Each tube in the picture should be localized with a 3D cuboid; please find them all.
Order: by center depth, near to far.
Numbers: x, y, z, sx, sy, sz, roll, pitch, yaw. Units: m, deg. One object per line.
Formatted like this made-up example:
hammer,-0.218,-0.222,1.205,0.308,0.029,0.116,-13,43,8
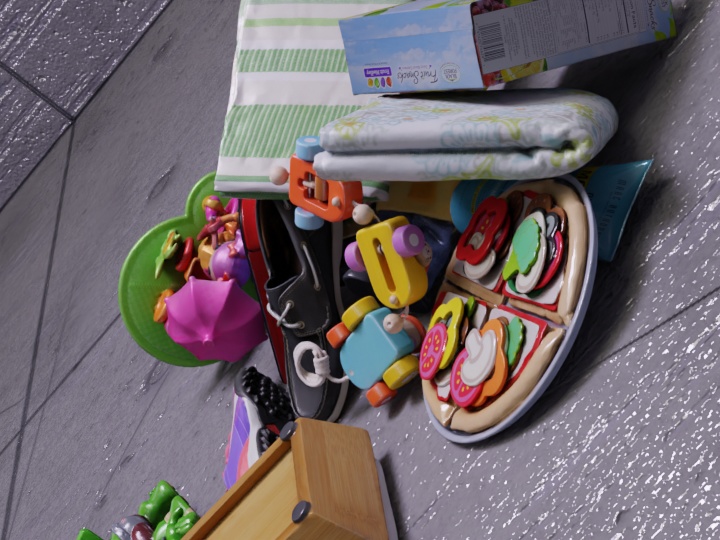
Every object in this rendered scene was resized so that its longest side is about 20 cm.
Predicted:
tube,0.137,-0.045,1.132,0.200,0.050,0.078,6,73,61

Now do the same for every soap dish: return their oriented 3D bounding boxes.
soap dish,-0.066,0.209,1.094,0.200,0.081,0.158,-46,21,14

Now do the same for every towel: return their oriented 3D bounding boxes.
towel,0.079,-0.096,1.114,0.198,0.049,0.171,0,15,16
towel,-0.036,-0.151,1.264,0.151,0.023,0.202,2,69,13

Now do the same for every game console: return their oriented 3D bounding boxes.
game console,-0.077,-0.022,1.408,0.031,0.178,0.201,-5,31,5

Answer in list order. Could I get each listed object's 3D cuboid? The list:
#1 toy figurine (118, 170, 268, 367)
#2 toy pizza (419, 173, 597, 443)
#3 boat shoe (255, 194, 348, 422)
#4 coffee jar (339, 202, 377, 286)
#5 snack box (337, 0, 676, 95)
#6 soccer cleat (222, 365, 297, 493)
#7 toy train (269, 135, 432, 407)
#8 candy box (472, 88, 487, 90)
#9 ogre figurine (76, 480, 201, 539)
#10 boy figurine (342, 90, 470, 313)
toy figurine,-0.128,0.009,1.438,0.201,0.149,0.184,-66,18,0
toy pizza,0.092,0.020,1.071,0.200,0.032,0.201,-48,29,38
boat shoe,-0.052,0.028,1.269,0.072,0.067,0.202,-9,83,47
coffee jar,-0.020,-0.088,1.341,0.085,0.202,0.104,-17,0,-35
snack box,0.112,-0.186,1.191,0.199,0.068,0.168,-20,15,-31
soccer cleat,-0.087,0.147,1.272,0.073,0.068,0.200,-52,22,15
toy train,0.000,0.000,1.183,0.055,0.202,0.150,-22,30,-40
candy box,0.077,-0.192,1.356,0.026,0.103,0.200,0,39,43
ogre figurine,-0.184,0.237,1.290,0.120,0.098,0.200,-43,30,-9
boy figurine,0.057,-0.066,1.259,0.123,0.064,0.201,15,74,23
